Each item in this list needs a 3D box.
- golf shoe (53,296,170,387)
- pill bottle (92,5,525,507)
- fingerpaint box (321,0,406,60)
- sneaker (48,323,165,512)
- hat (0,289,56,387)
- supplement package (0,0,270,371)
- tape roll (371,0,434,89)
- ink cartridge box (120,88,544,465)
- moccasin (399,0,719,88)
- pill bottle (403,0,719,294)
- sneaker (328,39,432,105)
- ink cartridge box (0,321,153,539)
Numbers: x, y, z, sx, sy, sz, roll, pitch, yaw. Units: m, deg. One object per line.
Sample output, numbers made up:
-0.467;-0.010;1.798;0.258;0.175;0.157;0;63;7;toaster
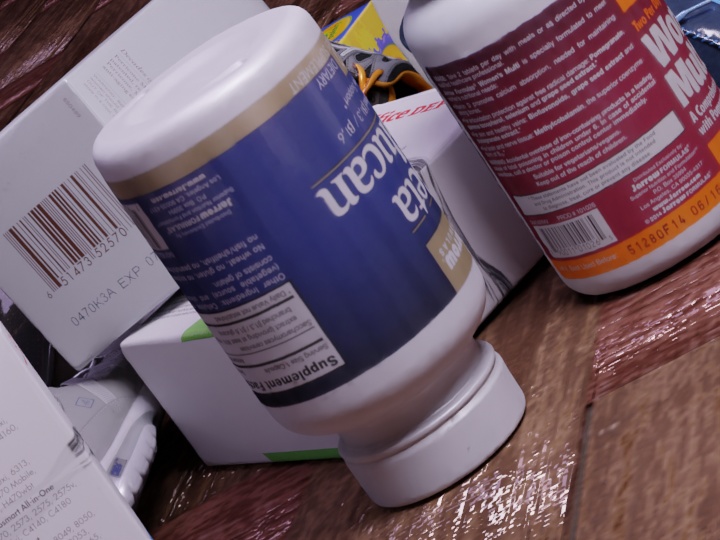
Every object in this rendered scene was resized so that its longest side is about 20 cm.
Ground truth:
-0.098;0.019;1.447;0.199;0.078;0.097;-33;21;10;golf shoe
-0.015;-0.002;1.092;0.111;0.201;0.111;-32;16;10;pill bottle
-0.067;-0.071;1.641;0.166;0.074;0.200;-25;19;32;fingerpaint box
-0.142;0.073;1.313;0.200;0.081;0.075;-86;15;-70;sneaker
-0.236;0.088;1.474;0.199;0.081;0.202;-17;52;22;hat
-0.109;-0.061;1.332;0.117;0.117;0.200;-38;8;32;supplement package
0.093;-0.157;1.330;0.202;0.203;0.037;-20;20;43;tape roll
0.000;0.000;1.271;0.200;0.084;0.145;-45;18;-28;ink cartridge box
0.111;-0.102;1.279;0.199;0.081;0.068;11;36;32;moccasin
0.088;-0.098;1.160;0.109;0.201;0.110;-31;16;10;pill bottle
-0.019;-0.102;1.485;0.199;0.079;0.077;6;3;-38;sneaker
-0.159;0.082;1.145;0.067;0.201;0.116;-35;16;-7;ink cartridge box
